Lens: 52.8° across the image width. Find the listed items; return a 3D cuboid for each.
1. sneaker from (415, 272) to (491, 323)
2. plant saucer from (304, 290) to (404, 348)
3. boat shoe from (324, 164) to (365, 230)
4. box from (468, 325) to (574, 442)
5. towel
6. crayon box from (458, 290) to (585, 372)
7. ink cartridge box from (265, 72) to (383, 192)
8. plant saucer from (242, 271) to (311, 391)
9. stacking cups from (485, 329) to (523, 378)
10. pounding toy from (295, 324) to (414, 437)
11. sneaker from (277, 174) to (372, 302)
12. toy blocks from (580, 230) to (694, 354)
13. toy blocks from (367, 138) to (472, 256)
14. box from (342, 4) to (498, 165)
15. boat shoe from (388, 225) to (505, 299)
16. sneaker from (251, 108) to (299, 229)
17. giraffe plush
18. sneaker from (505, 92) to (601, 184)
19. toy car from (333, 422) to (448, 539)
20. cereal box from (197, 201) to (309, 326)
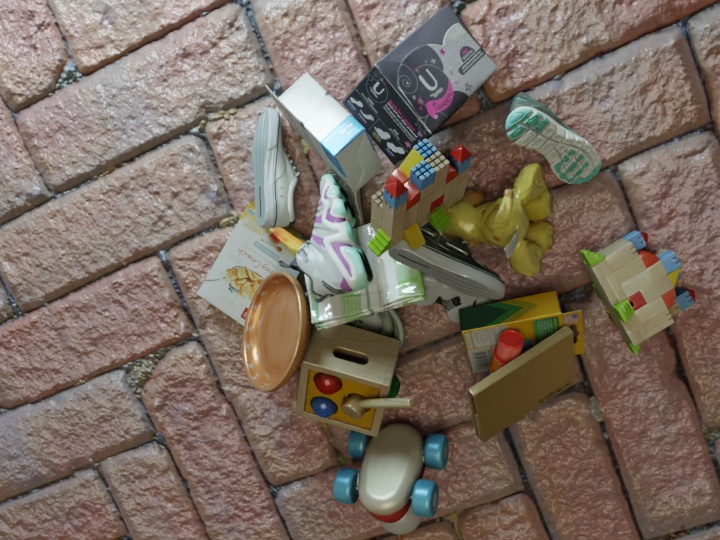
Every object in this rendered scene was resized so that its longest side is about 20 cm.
[{"bbox_3d":[0.139,0.014,1.247,0.197,0.116,0.075,20,124,-35],"label":"sneaker"},{"bbox_3d":[-0.015,0.085,1.281,0.196,0.051,0.203,9,133,9],"label":"plant saucer"},{"bbox_3d":[-0.020,-0.092,1.243,0.073,0.073,0.205,3,98,13],"label":"boat shoe"},{"bbox_3d":[0.272,0.192,1.211,0.198,0.021,0.165,-30,139,-9],"label":"box"},{"bbox_3d":[0.000,0.000,1.173,0.196,0.031,0.152,-17,75,17],"label":"towel"},{"bbox_3d":[0.275,0.104,1.233,0.196,0.052,0.127,-11,137,12],"label":"crayon box"},{"bbox_3d":[-0.059,-0.232,1.164,0.068,0.116,0.200,-40,62,-3],"label":"ink cartridge box"},{"bbox_3d":[-0.140,0.105,1.234,0.037,0.200,0.203,13,111,-34],"label":"plant saucer"},{"bbox_3d":[0.239,0.177,1.240,0.059,0.061,0.203,7,132,7],"label":"stacking cups"},{"bbox_3d":[-0.006,0.199,1.247,0.196,0.144,0.186,15,136,4],"label":"pounding toy"},{"bbox_3d":[-0.072,-0.047,1.157,0.138,0.078,0.203,-22,65,11],"label":"sneaker"},{"bbox_3d":[0.466,0.019,1.194,0.135,0.100,0.202,-31,97,5],"label":"toy blocks"},{"bbox_3d":[0.088,-0.125,1.052,0.198,0.138,0.100,-35,66,-19],"label":"toy blocks"},{"bbox_3d":[0.094,-0.281,1.101,0.133,0.200,0.114,48,149,-6],"label":"box"},{"bbox_3d":[0.140,-0.022,1.116,0.197,0.072,0.072,26,69,-7],"label":"boat shoe"},{"bbox_3d":[-0.144,-0.174,1.252,0.070,0.073,0.205,-1,95,-33],"label":"sneaker"},{"bbox_3d":[0.207,-0.076,1.185,0.160,0.199,0.176,4,112,37],"label":"giraffe plush"},{"bbox_3d":[0.310,-0.217,1.162,0.198,0.092,0.077,33,127,-26],"label":"sneaker"},{"bbox_3d":[0.072,0.406,1.343,0.181,0.179,0.202,2,135,21],"label":"toy car"},{"bbox_3d":[-0.188,-0.001,1.312,0.143,0.040,0.202,33,107,-1],"label":"cereal box"}]
